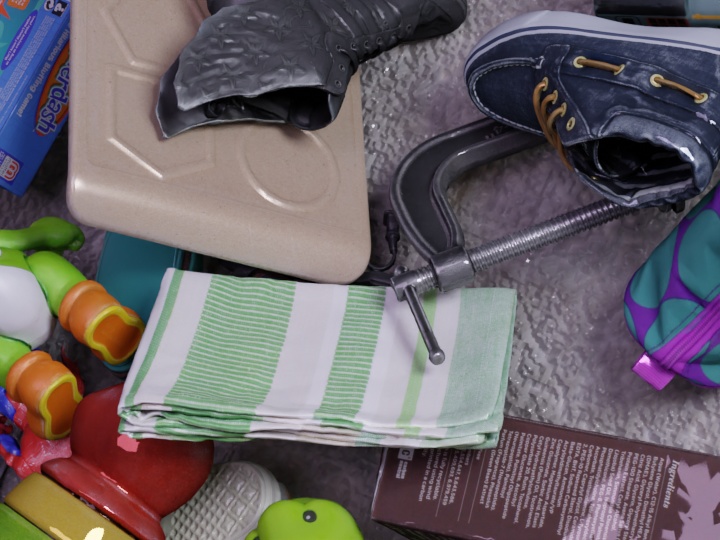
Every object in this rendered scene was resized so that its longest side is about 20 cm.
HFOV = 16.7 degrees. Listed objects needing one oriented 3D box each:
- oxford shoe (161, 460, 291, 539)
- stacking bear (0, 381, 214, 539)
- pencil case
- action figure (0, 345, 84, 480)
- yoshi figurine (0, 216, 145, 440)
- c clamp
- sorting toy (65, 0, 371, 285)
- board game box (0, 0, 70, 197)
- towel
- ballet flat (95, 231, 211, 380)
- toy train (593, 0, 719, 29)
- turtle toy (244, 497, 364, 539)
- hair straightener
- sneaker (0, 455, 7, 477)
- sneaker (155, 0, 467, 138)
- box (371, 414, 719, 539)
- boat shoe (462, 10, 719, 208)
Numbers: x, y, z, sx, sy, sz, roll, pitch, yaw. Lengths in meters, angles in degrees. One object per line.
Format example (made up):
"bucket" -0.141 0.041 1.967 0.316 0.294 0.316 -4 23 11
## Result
"oxford shoe" -0.119 0.156 1.404 0.199 0.058 0.076 -17 61 29
"stacking bear" -0.155 0.148 1.331 0.113 0.121 0.200 28 79 36
"pencil case" 0.210 -0.016 1.260 0.085 0.200 0.093 35 54 0
"action figure" -0.198 0.071 1.450 0.065 0.052 0.200 -39 48 0
"yoshi figurine" -0.220 0.014 1.426 0.200 0.112 0.112 35 122 24
"c clamp" 0.100 -0.035 1.358 0.199 0.027 0.171 -24 41 -6
"sorting toy" -0.083 -0.096 1.408 0.036 0.184 0.201 -43 40 50
"board game box" -0.245 -0.148 1.529 0.200 0.045 0.153 26 84 40
"towel" -0.020 0.045 1.310 0.199 0.024 0.153 2 31 6
"ballet flat" -0.113 -0.033 1.451 0.067 0.070 0.201 -2 81 31
"toy train" 0.219 -0.147 1.341 0.199 0.114 0.086 5 75 22
"turtle toy" -0.001 0.215 1.307 0.145 0.101 0.201 -29 71 10
"hair straightener" 0.000 0.000 1.425 0.199 0.041 0.077 20 69 30
"sneaker" -0.276 0.075 1.479 0.112 0.071 0.201 -20 75 18
"sneaker" -0.024 -0.122 1.401 0.060 0.199 0.105 -43 50 53
"box" 0.117 0.127 1.300 0.199 0.100 0.075 8 76 24
"boat shoe" 0.119 -0.085 1.312 0.199 0.071 0.091 4 43 43
